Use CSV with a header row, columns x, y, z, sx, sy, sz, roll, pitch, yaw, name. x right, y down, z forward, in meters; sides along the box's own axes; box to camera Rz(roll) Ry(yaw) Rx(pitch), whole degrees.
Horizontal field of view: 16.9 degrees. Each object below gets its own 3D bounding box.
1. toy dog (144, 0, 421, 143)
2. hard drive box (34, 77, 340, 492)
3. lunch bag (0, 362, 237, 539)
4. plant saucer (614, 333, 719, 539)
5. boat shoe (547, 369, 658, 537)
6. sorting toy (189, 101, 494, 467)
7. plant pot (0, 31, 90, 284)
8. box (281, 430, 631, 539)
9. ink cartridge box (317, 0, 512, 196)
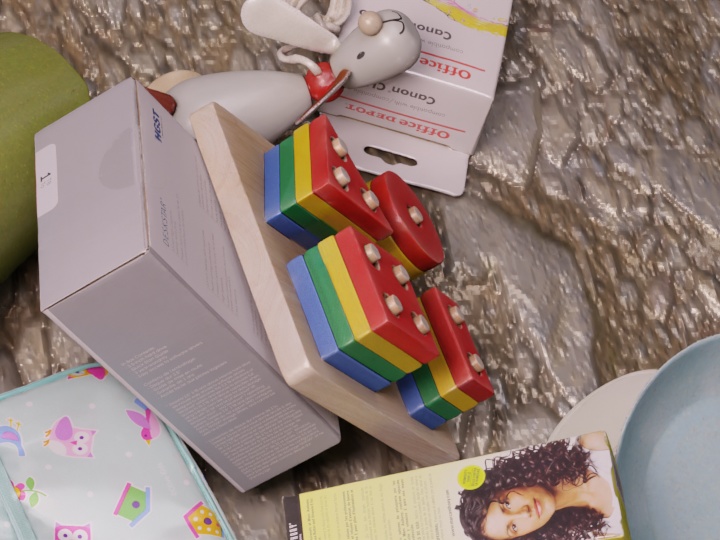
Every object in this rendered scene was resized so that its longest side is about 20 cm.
x,y,z,sx,sy,sz,roll,pitch,yaw,name
-0.068,-0.125,1.579,0.200,0.096,0.132,-45,57,-3,toy dog
-0.102,0.009,1.435,0.077,0.200,0.156,-28,40,17,hard drive box
-0.164,0.159,1.398,0.160,0.077,0.200,-17,61,-25,lunch bag
0.239,0.138,1.503,0.201,0.039,0.201,2,83,-20,plant saucer
0.152,0.141,1.522,0.062,0.073,0.200,59,40,-25,boat shoe
0.000,0.000,1.485,0.070,0.200,0.199,-31,59,16,sorting toy
-0.259,-0.057,1.480,0.200,0.200,0.190,38,41,13,plant pot
0.057,0.155,1.428,0.200,0.050,0.075,-14,55,8,box
0.040,-0.157,1.689,0.116,0.068,0.200,14,53,-4,ink cartridge box
